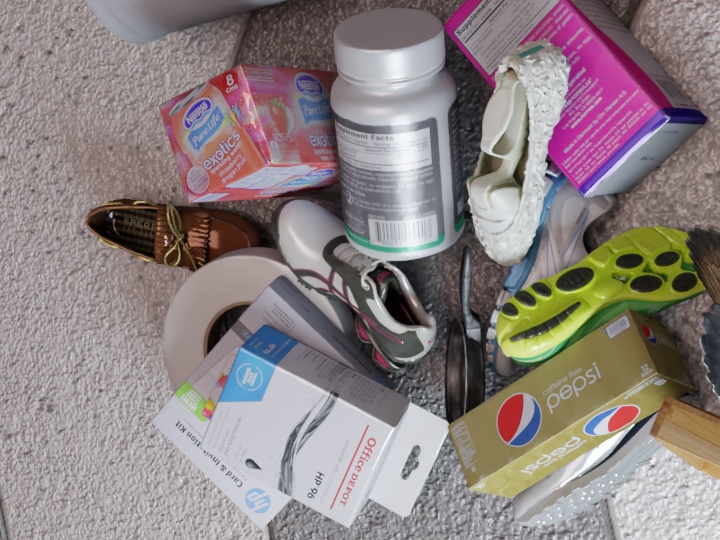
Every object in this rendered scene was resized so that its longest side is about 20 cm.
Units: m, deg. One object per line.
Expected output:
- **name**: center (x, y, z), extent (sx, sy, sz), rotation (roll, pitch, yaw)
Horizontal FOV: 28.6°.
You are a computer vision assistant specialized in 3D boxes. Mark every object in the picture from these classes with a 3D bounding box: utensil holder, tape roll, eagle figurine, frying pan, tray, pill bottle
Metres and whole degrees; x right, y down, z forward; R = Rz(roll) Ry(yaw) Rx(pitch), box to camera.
- **utensil holder**: center (-0.151, -0.321, 1.346), extent (0.199, 0.170, 0.171), rotation (-9, 90, 30)
- **tape roll**: center (-0.100, 0.077, 1.395), extent (0.202, 0.037, 0.204), rotation (5, 106, 17)
- **eagle figurine**: center (0.335, 0.058, 1.087), extent (0.199, 0.152, 0.152), rotation (14, 80, -3)
- **frying pan**: center (0.094, 0.063, 1.273), extent (0.031, 0.115, 0.191), rotation (2, 100, -6)
- **tray**: center (0.296, 0.147, 1.099), extent (0.098, 0.200, 0.037), rotation (24, 85, 27)
- **pill bottle**: center (0.032, -0.120, 1.244), extent (0.113, 0.113, 0.201), rotation (14, 126, 29)

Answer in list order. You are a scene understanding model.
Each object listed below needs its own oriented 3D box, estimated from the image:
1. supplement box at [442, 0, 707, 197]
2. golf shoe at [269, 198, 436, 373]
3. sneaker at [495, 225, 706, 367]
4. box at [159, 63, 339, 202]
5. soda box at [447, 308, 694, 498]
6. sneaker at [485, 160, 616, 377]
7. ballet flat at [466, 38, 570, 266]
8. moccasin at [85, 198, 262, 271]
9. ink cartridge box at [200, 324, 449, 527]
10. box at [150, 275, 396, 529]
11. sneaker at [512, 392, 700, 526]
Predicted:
- **supplement box**: center (0.181, -0.169, 1.198), extent (0.103, 0.101, 0.200), rotation (-44, 72, 27)
- **golf shoe**: center (0.000, 0.000, 1.314), extent (0.200, 0.077, 0.088), rotation (47, 151, 5)
- **sneaker**: center (0.207, 0.024, 1.196), extent (0.199, 0.084, 0.074), rotation (-21, 65, -2)
- **box**: center (-0.077, -0.125, 1.298), extent (0.102, 0.200, 0.095), rotation (-21, 84, 31)
- **soda box**: center (0.173, 0.115, 1.183), extent (0.200, 0.068, 0.064), rotation (-36, 55, 27)
- **sneaker**: center (0.170, 0.011, 1.241), extent (0.086, 0.075, 0.201), rotation (20, 112, 9)
- **ballet flat**: center (0.117, -0.093, 1.154), extent (0.071, 0.072, 0.201), rotation (24, 120, 27)
- **moccasin**: center (-0.192, -0.038, 1.444), extent (0.200, 0.078, 0.074), rotation (18, 103, 25)
- **ink cartridge box**: center (-0.032, 0.151, 1.293), extent (0.199, 0.068, 0.116), rotation (26, 112, 8)
- **box**: center (-0.086, 0.129, 1.363), extent (0.156, 0.041, 0.200), rotation (44, 114, 2)
- **sneaker**: center (0.203, 0.149, 1.237), extent (0.200, 0.076, 0.081), rotation (-44, 63, 20)
